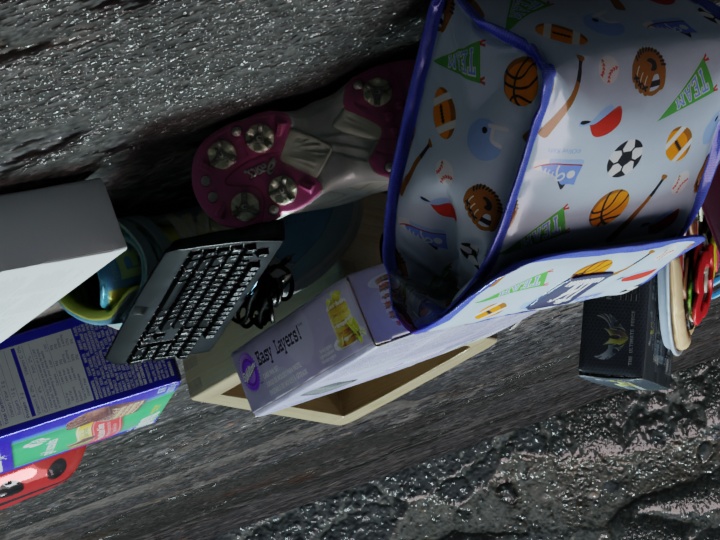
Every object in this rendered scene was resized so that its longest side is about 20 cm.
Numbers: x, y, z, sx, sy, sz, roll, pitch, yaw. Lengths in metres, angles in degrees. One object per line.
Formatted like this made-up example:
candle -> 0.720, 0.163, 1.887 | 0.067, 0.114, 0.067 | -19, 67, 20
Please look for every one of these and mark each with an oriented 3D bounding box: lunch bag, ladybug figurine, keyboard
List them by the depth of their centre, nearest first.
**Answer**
lunch bag -> 0.111, -0.058, 1.417 | 0.170, 0.124, 0.200 | -9, 130, -37
keyboard -> -0.086, 0.024, 1.532 | 0.104, 0.040, 0.200 | -13, 164, -21
ladybug figurine -> -0.309, 0.161, 2.102 | 0.200, 0.072, 0.136 | -22, 169, 5

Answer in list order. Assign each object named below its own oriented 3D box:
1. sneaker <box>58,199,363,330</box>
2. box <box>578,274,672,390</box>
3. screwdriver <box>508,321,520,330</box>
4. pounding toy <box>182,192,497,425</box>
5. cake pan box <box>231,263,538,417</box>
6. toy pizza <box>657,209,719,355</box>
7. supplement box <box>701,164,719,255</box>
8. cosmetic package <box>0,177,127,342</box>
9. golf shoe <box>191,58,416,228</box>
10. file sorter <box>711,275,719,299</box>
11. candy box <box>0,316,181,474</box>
sneaker -> -0.102, -0.012, 1.592 | 0.200, 0.080, 0.131 | -25, 170, 17
box -> 0.194, -0.018, 1.796 | 0.051, 0.200, 0.158 | 3, 176, 13
screwdriver -> 0.162, -0.037, 1.661 | 0.200, 0.029, 0.028 | -57, -175, 8
pounding toy -> 0.000, 0.000, 1.773 | 0.200, 0.142, 0.184 | -31, 152, 34
cake pan box -> 0.043, 0.023, 1.574 | 0.200, 0.052, 0.184 | -18, 174, -28
toy pizza -> 0.237, -0.039, 1.792 | 0.032, 0.200, 0.200 | 3, 175, 14
supplement box -> 0.282, -0.073, 1.671 | 0.110, 0.200, 0.086 | -26, 168, 31
cosmetic package -> -0.253, 0.013, 1.500 | 0.151, 0.052, 0.200 | -15, 169, -39
golf shoe -> 0.000, -0.077, 1.501 | 0.200, 0.075, 0.092 | -13, 179, 3
file sorter -> 0.285, -0.047, 2.038 | 0.200, 0.123, 0.139 | -14, 168, -29
candy box -> -0.245, 0.096, 1.876 | 0.200, 0.077, 0.169 | -16, 170, -15
